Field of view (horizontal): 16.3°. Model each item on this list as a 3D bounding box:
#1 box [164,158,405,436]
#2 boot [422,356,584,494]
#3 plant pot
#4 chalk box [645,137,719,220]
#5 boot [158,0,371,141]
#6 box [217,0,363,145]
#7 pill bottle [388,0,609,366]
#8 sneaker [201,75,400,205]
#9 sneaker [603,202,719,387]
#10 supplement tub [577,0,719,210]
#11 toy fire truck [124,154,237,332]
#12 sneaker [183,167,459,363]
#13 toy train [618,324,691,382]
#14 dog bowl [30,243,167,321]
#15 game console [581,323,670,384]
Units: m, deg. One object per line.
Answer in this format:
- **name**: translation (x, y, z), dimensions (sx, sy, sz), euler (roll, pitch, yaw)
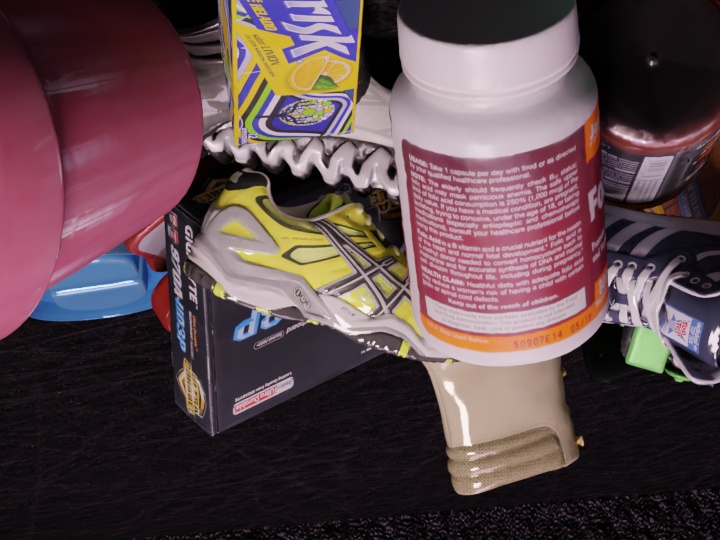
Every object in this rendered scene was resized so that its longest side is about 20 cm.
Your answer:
- **box**: translation (-0.028, -0.007, 1.561), dimensions (0.199, 0.160, 0.046), euler (-24, -138, -30)
- **boot**: translation (0.116, 0.041, 1.600), dimensions (0.199, 0.156, 0.073), euler (-26, -165, -36)
- **plant pot**: translation (-0.183, -0.067, 1.241), dimensions (0.179, 0.201, 0.200), euler (-18, 178, -45)
- **chalk box**: translation (0.249, -0.072, 1.621), dimensions (0.123, 0.125, 0.200), euler (-4, 165, -23)
- **boot**: translation (-0.093, -0.118, 1.361), dimensions (0.199, 0.068, 0.131), euler (-15, 160, 4)
- **box**: translation (-0.034, -0.136, 1.193), dimensions (0.064, 0.070, 0.200), euler (-7, 157, -5)
- **pill bottle**: translation (0.076, -0.059, 1.376), dimensions (0.113, 0.114, 0.201), euler (-8, 124, -2)
- **sneaker**: translation (-0.042, -0.094, 1.461), dimensions (0.199, 0.082, 0.075), euler (12, 179, -3)
- **sneaker**: translation (0.157, 0.013, 1.475), dimensions (0.199, 0.070, 0.109), euler (2, -152, 1)
- **supplement tub**: translation (0.164, -0.098, 1.492), dimensions (0.106, 0.108, 0.200), euler (-8, 168, -2)
- **toy fire truck**: translation (-0.068, -0.046, 1.618), dimensions (0.168, 0.112, 0.200), euler (-39, 159, 12)
- **sneaker**: translation (0.000, 0.000, 1.463), dimensions (0.199, 0.077, 0.075), euler (17, -174, -24)
- **toy train**: translation (0.196, 0.023, 1.634), dimensions (0.056, 0.042, 0.200), euler (15, -162, 1)
- **dog bowl**: translation (-0.191, -0.009, 1.777), dimensions (0.111, 0.050, 0.200), euler (-9, 167, -1)
- **game console**: translation (0.259, -0.015, 1.781), dimensions (0.199, 0.177, 0.116), euler (-20, 155, 30)
